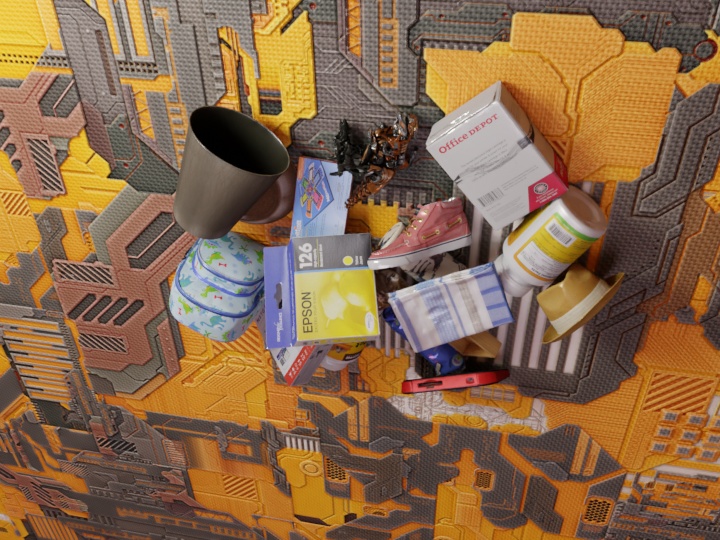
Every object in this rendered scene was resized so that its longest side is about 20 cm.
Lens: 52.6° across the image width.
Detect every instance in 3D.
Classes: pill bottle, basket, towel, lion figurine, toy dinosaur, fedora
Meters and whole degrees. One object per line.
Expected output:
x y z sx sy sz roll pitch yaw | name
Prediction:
0.319 -0.045 1.265 0.111 0.111 0.200 31 129 -11 | pill bottle
-0.030 0.113 1.485 0.109 0.110 0.201 22 130 -3 | pill bottle
-0.244 -0.158 1.266 0.180 0.136 0.200 27 134 -14 | basket
0.163 0.070 1.307 0.199 0.024 0.147 -18 123 12 | towel
-0.009 0.068 1.338 0.122 0.200 0.072 39 169 1 | lion figurine
0.022 -0.185 1.246 0.135 0.102 0.201 16 107 -23 | toy dinosaur
0.372 0.045 1.289 0.082 0.200 0.201 47 128 4 | fedora

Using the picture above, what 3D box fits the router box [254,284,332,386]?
-0.125 0.100 1.460 0.049 0.180 0.200 -6 140 -40 | router box

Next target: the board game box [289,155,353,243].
-0.073 -0.105 1.342 0.102 0.019 0.201 11 112 4 | board game box

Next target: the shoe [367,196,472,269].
0.098 -0.067 1.280 0.199 0.071 0.092 -16 98 -15 | shoe

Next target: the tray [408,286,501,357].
0.168 0.098 1.395 0.200 0.037 0.098 39 159 -23 | tray

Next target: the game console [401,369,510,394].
0.196 0.228 1.499 0.199 0.031 0.177 -10 170 22 | game console

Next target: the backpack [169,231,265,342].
-0.270 0.022 1.416 0.182 0.200 0.147 25 130 -5 | backpack

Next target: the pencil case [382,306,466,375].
0.130 0.132 1.474 0.200 0.087 0.078 46 143 -20 | pencil case

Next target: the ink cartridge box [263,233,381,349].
-0.071 0.033 1.288 0.199 0.199 0.047 -4 157 -4 | ink cartridge box

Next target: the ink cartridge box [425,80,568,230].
0.225 -0.186 1.194 0.145 0.084 0.200 -30 115 32 | ink cartridge box

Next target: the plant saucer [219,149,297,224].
-0.214 -0.161 1.362 0.199 0.037 0.201 8 130 9 | plant saucer

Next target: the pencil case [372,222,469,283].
0.118 -0.010 1.365 0.200 0.078 0.090 34 100 -14 | pencil case
